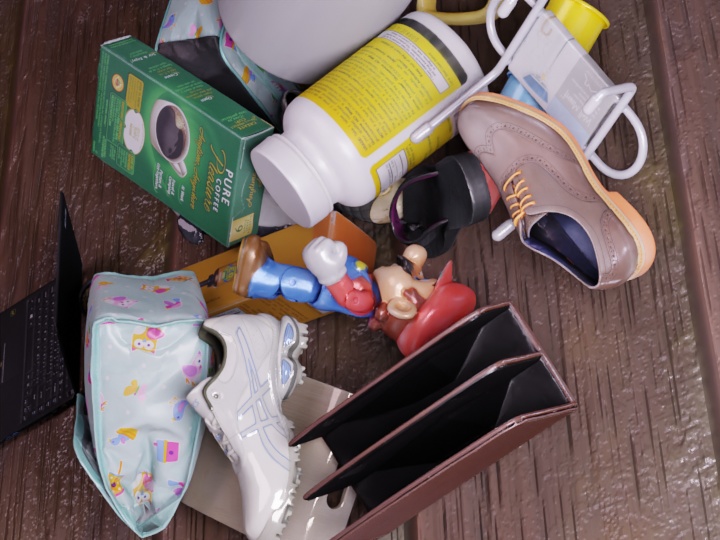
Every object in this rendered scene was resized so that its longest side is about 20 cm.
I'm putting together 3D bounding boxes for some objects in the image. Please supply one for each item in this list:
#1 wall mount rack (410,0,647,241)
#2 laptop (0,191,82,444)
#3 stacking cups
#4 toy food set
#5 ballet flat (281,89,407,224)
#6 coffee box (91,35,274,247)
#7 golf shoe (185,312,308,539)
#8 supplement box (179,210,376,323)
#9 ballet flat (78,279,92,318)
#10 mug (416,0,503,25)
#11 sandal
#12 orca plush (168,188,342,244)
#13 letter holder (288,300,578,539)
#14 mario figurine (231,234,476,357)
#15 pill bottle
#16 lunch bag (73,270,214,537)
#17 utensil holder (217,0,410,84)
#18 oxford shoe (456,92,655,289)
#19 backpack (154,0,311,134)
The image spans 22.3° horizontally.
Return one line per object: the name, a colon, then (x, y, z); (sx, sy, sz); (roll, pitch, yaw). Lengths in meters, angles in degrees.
wall mount rack: (0.136, -0.131, 1.505); (0.200, 0.074, 0.174); (52, 135, 21)
laptop: (-0.343, 0.053, 1.877); (0.200, 0.103, 0.178); (-30, 45, 27)
stacking cups: (0.144, -0.139, 1.572); (0.060, 0.060, 0.200); (26, 88, 51)
toy food set: (-0.070, 0.158, 1.575); (0.200, 0.060, 0.144); (15, 86, 51)
ballet flat: (-0.018, -0.102, 1.686); (0.066, 0.057, 0.200); (-41, 47, -8)
coffee box: (-0.169, -0.121, 1.696); (0.200, 0.044, 0.123); (33, 129, 31)
golf shoe: (-0.098, 0.129, 1.485); (0.078, 0.097, 0.200); (130, 144, -57)
supplement box: (-0.082, 0.013, 1.674); (0.200, 0.069, 0.067); (-18, 51, 34)
ballet flat: (-0.223, 0.060, 1.780); (0.073, 0.073, 0.200); (-53, 39, 2)
mug: (0.113, -0.339, 1.702); (0.153, 0.187, 0.149); (6, 32, 38)
sandal: (0.055, -0.055, 1.518); (0.200, 0.048, 0.076); (138, 115, -73)
orca plush: (-0.104, -0.062, 1.749); (0.200, 0.071, 0.105); (3, 70, 23)
letter holder: (0.041, 0.121, 1.388); (0.200, 0.142, 0.101); (-36, 78, 22)
mario figurine: (0.000, 0.000, 1.523); (0.124, 0.199, 0.106); (-75, -2, -57)
pill bottle: (0.006, -0.130, 1.603); (0.200, 0.113, 0.112); (-38, 37, -15)
lunch bag: (-0.191, 0.115, 1.608); (0.170, 0.122, 0.201); (-116, 28, -72)
utensil holder: (-0.024, -0.284, 1.621); (0.200, 0.170, 0.170); (132, 151, -54)
oxford shoe: (0.141, -0.064, 1.424); (0.200, 0.073, 0.071); (44, 132, 20)
backpack: (-0.105, -0.243, 1.796); (0.153, 0.176, 0.200); (-13, 56, 23)
